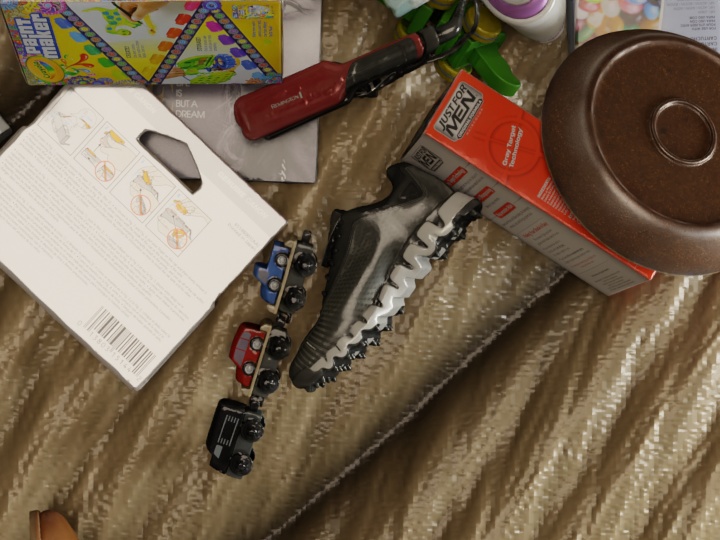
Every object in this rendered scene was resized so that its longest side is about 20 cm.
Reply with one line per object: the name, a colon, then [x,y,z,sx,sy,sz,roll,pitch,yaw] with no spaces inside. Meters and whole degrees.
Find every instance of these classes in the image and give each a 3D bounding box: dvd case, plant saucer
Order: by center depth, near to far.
plant saucer: [0.230,-0.095,1.064,0.198,0.035,0.202,6,68,-15]
dvd case: [-0.104,-0.170,1.131,0.147,0.016,0.202,2,90,-3]

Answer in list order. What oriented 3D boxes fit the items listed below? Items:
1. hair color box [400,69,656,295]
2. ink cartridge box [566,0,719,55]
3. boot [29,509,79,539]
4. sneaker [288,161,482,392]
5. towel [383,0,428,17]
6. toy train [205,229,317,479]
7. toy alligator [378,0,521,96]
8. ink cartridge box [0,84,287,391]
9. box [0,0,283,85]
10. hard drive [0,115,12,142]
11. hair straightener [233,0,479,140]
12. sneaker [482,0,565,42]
hair color box: [0.135,-0.063,1.100,0.199,0.102,0.062,32,79,-4]
ink cartridge box: [0.222,-0.201,1.140,0.118,0.042,0.202,-3,92,-3]
boot: [-0.151,0.243,1.100,0.154,0.077,0.201,-26,94,-1]
sneaker: [0.000,0.000,1.117,0.090,0.066,0.200,41,96,13]
towel: [0.050,-0.304,1.072,0.171,0.048,0.201,-34,63,10]
toy train: [-0.078,0.062,1.112,0.045,0.034,0.202,18,99,-4]
toy alligator: [0.049,-0.209,1.125,0.199,0.059,0.054,37,45,2]
ink cartridge box: [-0.184,-0.039,1.113,0.200,0.045,0.176,43,89,-3]
box: [-0.151,-0.251,1.046,0.191,0.122,0.202,0,70,-3]
hard drive: [-0.381,-0.143,1.102,0.132,0.027,0.200,-40,93,-11]
hair straightener: [0.002,-0.154,1.094,0.199,0.077,0.041,-28,88,15]
sneaker: [0.099,-0.259,1.120,0.074,0.100,0.201,-27,70,16]
